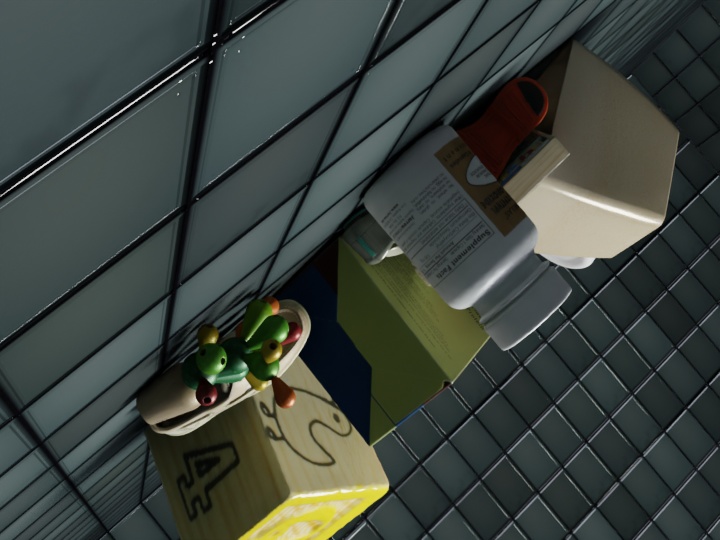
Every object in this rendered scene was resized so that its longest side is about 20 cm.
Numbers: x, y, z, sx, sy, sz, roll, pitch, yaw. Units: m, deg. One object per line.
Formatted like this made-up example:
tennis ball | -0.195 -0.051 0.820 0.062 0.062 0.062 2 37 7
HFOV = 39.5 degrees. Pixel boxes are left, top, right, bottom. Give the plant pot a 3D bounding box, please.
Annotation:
plant pot | 0.278 -0.124 1.244 0.200 0.174 0.203 131 -21 -66

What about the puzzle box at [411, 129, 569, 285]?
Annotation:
puzzle box | 0.132 -0.072 1.083 0.200 0.025 0.133 -43 -171 6

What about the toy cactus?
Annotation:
toy cactus | -0.130 0.098 0.941 0.163 0.103 0.200 -30 -176 10

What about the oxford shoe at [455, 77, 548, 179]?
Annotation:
oxford shoe | 0.123 -0.123 1.083 0.199 0.071 0.073 -41 178 -19

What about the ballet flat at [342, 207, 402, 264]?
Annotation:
ballet flat | 0.047 -0.057 1.104 0.067 0.064 0.200 -43 176 36

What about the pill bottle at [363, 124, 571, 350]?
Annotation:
pill bottle | 0.105 -0.029 0.961 0.114 0.201 0.114 -40 177 -3

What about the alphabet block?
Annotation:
alphabet block | -0.117 0.232 1.231 0.194 0.202 0.196 6 138 -49

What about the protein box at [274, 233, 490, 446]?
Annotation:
protein box | 0.030 0.055 1.171 0.135 0.199 0.200 -40 177 27

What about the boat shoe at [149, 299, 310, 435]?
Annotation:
boat shoe | -0.135 0.104 1.047 0.199 0.073 0.065 -36 177 -3

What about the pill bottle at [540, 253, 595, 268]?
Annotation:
pill bottle | 0.318 -0.113 1.399 0.201 0.115 0.116 -54 -179 -19
